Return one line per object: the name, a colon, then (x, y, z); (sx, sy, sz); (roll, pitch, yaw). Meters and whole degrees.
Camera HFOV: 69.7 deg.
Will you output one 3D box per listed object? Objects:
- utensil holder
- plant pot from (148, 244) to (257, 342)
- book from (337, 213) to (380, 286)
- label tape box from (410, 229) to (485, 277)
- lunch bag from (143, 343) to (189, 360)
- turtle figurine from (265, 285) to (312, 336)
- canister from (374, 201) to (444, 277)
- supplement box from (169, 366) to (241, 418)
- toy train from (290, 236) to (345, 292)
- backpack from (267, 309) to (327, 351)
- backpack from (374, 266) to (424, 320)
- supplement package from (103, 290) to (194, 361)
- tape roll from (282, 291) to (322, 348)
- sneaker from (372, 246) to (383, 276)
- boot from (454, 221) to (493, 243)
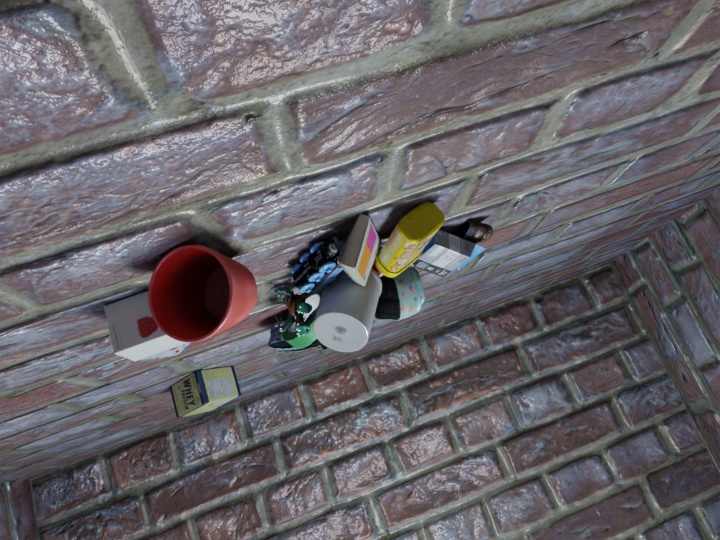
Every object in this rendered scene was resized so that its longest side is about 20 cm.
utensil holder: (-0.036, 0.101, 1.456); (0.167, 0.201, 0.172); (7, 132, 8)
plant pot: (-0.325, 0.048, 1.125); (0.198, 0.203, 0.177); (-25, 173, 12)
book: (0.006, -0.047, 1.324); (0.047, 0.135, 0.200); (18, 169, 14)
label tape box: (0.271, -0.043, 1.616); (0.198, 0.067, 0.143); (20, 145, -21)
lunch bag: (-0.533, 0.183, 1.446); (0.199, 0.076, 0.159); (-35, 161, 36)
turtle figurine: (-0.204, 0.109, 1.523); (0.100, 0.152, 0.199); (-22, -155, -24)
canister: (0.129, -0.081, 1.380); (0.148, 0.087, 0.200); (-37, 169, -28)
supplement box: (-0.652, 0.510, 2.181); (0.199, 0.136, 0.199); (-31, 161, 28)
toy train: (-0.101, -0.012, 1.357); (0.113, 0.088, 0.200); (-10, 156, -44)
backpack: (-0.223, 0.213, 1.804); (0.197, 0.137, 0.183); (-11, 163, 9)
backpack: (0.116, 0.067, 1.632); (0.151, 0.179, 0.200); (-11, -177, -18)
supplement package: (-0.479, 0.119, 1.233); (0.197, 0.123, 0.120); (-20, 164, -7)
tape roll: (-0.157, 0.144, 1.596); (0.199, 0.202, 0.048); (-33, 117, 33)
sneaker: (0.000, 0.000, 1.530); (0.114, 0.079, 0.200); (-14, 160, -26)
boot: (0.319, -0.098, 1.662); (0.096, 0.076, 0.200); (14, 142, -35)
